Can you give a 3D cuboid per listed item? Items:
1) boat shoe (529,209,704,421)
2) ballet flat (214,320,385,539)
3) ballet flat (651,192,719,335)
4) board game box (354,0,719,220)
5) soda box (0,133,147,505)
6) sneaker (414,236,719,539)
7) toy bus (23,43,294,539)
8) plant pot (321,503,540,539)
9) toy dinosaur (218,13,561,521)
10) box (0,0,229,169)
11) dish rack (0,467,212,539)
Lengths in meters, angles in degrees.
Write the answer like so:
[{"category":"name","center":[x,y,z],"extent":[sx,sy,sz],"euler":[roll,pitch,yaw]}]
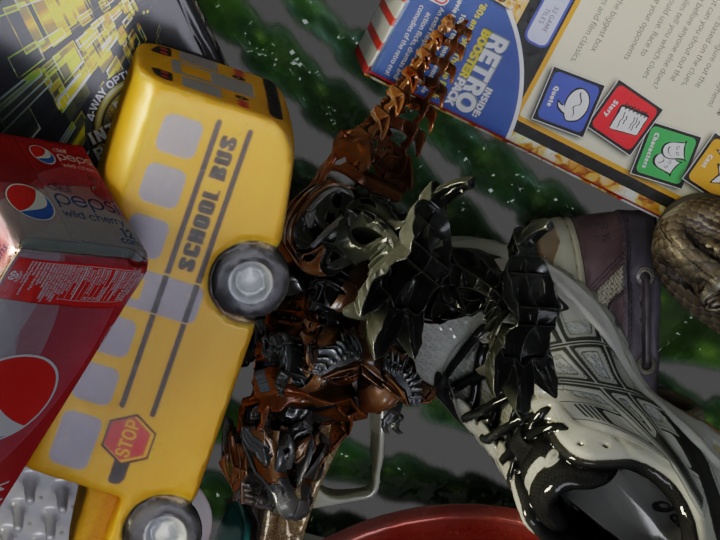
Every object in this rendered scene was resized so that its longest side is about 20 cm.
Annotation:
[{"category":"boat shoe","center":[0.119,0.070,1.006],"extent":[0.064,0.072,0.202],"euler":[-12,103,3]},{"category":"ballet flat","center":[-0.028,0.105,1.003],"extent":[0.065,0.071,0.201],"euler":[13,107,-13]},{"category":"ballet flat","center":[0.208,0.032,0.961],"extent":[0.199,0.046,0.068],"euler":[31,107,-10]},{"category":"board game box","center":[0.120,-0.109,0.961],"extent":[0.199,0.046,0.152],"euler":[26,103,-13]},{"category":"soda box","center":[-0.159,0.045,0.856],"extent":[0.063,0.070,0.201],"euler":[7,127,-44]},{"category":"sneaker","center":[0.080,0.060,0.925],"extent":[0.200,0.088,0.076],"euler":[38,116,13]},{"category":"toy bus","center":[-0.079,0.022,0.887],"extent":[0.078,0.065,0.201],"euler":[16,106,-12]},{"category":"plant pot","center":[0.046,0.240,0.978],"extent":[0.199,0.202,0.196],"euler":[-14,132,-1]},{"category":"toy dinosaur","center":[0.000,0.000,0.907],"extent":[0.102,0.135,0.202],"euler":[-4,102,-37]},{"category":"box","center":[-0.158,-0.075,0.906],"extent":[0.199,0.049,0.162],"euler":[-24,107,3]},{"category":"dish rack","center":[-0.170,0.137,0.989],"extent":[0.170,0.044,0.201],"euler":[18,118,-16]}]
